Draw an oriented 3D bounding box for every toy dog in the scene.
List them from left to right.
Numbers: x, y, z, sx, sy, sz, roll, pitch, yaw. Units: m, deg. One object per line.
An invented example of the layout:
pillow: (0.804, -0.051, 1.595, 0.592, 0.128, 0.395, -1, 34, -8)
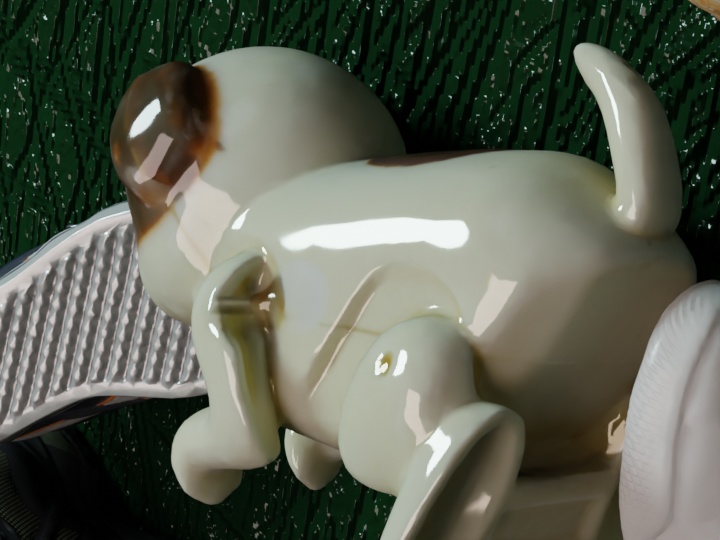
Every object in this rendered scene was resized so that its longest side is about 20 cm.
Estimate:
toy dog: (0.000, 0.000, 0.876, 0.200, 0.139, 0.194, 33, 123, 36)

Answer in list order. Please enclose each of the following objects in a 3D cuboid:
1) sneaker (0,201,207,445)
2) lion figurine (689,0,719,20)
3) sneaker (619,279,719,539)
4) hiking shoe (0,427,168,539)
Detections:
sneaker: (-0.093, 0.015, 1.027, 0.200, 0.079, 0.078, -18, 96, 23)
lion figurine: (0.108, -0.173, 0.758, 0.122, 0.072, 0.200, 28, 118, 29)
sneaker: (0.133, 0.099, 0.830, 0.088, 0.075, 0.200, 7, 114, 31)
hiking shoe: (-0.122, 0.135, 1.069, 0.200, 0.101, 0.076, 42, 130, 29)
